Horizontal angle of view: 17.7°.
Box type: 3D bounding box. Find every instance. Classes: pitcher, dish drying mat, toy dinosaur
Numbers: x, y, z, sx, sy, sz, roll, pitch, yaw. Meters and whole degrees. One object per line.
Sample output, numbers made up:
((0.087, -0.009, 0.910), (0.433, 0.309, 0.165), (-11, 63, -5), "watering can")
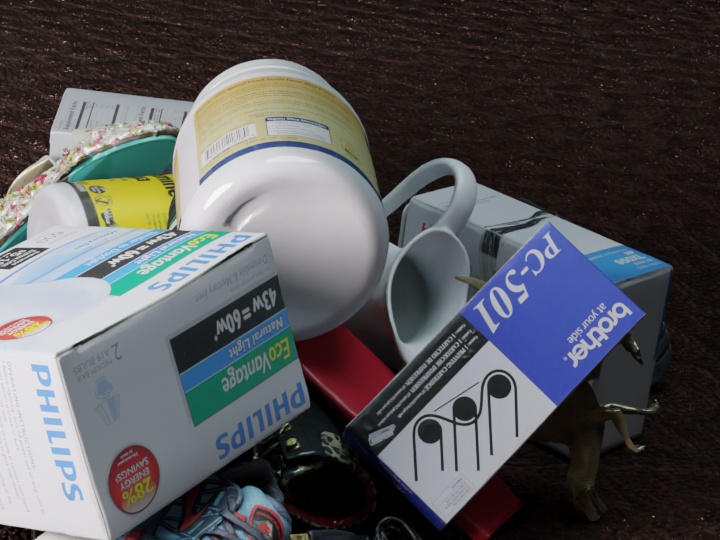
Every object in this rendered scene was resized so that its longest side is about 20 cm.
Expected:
((0.000, 0.000, 1.737), (0.121, 0.172, 0.200), (33, -23, -36), "pitcher")
((0.026, 0.108, 1.607), (0.200, 0.018, 0.077), (43, 32, 9), "dish drying mat")
((0.144, 0.072, 1.620), (0.101, 0.200, 0.058), (-25, -11, -2), "toy dinosaur")

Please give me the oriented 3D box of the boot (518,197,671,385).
((0.183, 0.015, 1.912), (0.165, 0.066, 0.200), (49, 2, -4), "boot")

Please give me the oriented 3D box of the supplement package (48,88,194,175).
((-0.163, -0.077, 1.970), (0.199, 0.114, 0.110), (7, 24, -2), "supplement package")

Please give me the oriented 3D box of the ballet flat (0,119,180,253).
((-0.234, -0.076, 1.876), (0.076, 0.200, 0.064), (38, 23, -55), "ballet flat")

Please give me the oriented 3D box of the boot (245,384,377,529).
((-0.079, 0.088, 1.587), (0.203, 0.074, 0.154), (34, 12, -32), "boot")

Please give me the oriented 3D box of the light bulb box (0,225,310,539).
((-0.175, 0.064, 1.453), (0.200, 0.125, 0.198), (2, 24, 40), "light bulb box")

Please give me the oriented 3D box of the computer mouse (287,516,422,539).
((-0.021, 0.197, 1.465), (0.199, 0.046, 0.140), (-8, 29, -31), "computer mouse")

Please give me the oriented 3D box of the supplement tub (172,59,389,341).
((-0.059, -0.055, 1.627), (0.144, 0.145, 0.200), (4, 27, -8), "supplement tub")

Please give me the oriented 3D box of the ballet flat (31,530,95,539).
((-0.180, 0.177, 1.438), (0.068, 0.069, 0.200), (-9, 26, -12), "ballet flat")

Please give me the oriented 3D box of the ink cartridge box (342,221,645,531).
((0.090, 0.070, 1.563), (0.094, 0.200, 0.044), (43, -13, 6), "ink cartridge box")

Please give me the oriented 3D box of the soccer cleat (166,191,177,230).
((-0.120, -0.008, 1.747), (0.067, 0.201, 0.081), (25, -22, -15), "soccer cleat")

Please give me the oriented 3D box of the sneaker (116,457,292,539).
((-0.092, 0.166, 1.423), (0.095, 0.079, 0.200), (-26, 17, 12), "sneaker")

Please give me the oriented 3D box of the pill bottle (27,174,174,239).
((-0.155, -0.020, 1.843), (0.199, 0.113, 0.112), (-5, 26, -27), "pill bottle")

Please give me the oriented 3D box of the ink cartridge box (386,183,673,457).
((0.124, 0.034, 1.756), (0.200, 0.145, 0.084), (26, 28, 36), "ink cartridge box")
